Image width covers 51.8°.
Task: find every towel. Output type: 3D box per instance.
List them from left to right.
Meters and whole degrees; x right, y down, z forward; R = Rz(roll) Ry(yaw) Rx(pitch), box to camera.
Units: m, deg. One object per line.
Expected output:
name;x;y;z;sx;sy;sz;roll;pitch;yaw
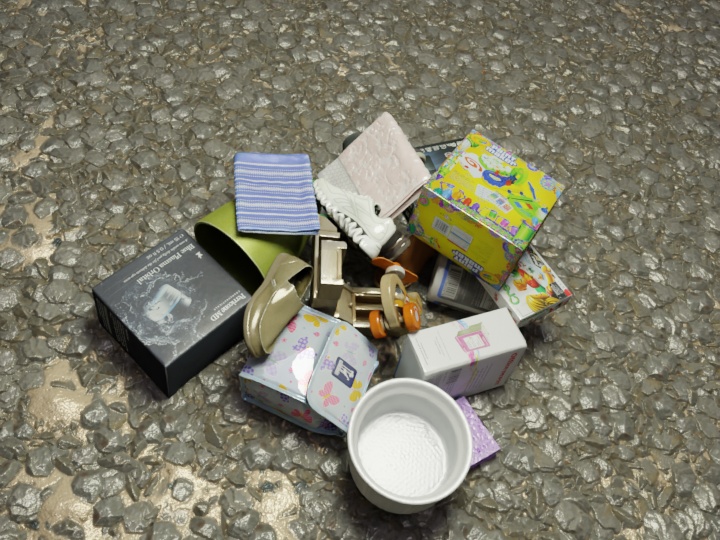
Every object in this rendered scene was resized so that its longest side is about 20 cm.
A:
towel;-0.147;-0.139;1.292;0.142;0.024;0.202;1;46;-14
towel;0.021;-0.172;1.375;0.190;0.032;0.202;-39;52;16

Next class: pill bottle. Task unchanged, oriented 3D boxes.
pill bottle;0.234;0.032;1.409;0.197;0.115;0.115;18;54;1

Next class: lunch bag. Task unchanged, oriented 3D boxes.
lunch bag;-0.080;0.164;1.249;0.197;0.128;0.171;24;58;7

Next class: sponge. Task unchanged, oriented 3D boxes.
sponge;0.127;0.302;1.253;0.197;0.030;0.112;-22;62;-23

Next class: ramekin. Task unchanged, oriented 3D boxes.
ramekin;0.071;0.283;1.177;0.196;0.098;0.203;5;57;-7

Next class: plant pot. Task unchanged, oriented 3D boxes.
plant pot;-0.168;-0.078;1.349;0.186;0.188;0.200;36;64;15

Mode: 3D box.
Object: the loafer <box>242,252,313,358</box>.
loafer;-0.132;0.052;1.209;0.066;0.076;0.202;0;52;24

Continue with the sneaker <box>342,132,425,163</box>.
sneaker;0.039;-0.245;1.528;0.197;0.075;0.108;-11;67;25

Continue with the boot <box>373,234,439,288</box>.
boot;0.112;-0.052;1.418;0.198;0.156;0.077;-27;64;-26

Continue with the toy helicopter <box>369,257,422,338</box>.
toy helicopter;0.071;0.047;1.302;0.078;0.200;0.135;-14;80;18

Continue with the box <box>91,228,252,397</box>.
box;-0.318;0.069;1.279;0.199;0.118;0.196;41;58;16

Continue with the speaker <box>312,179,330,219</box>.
speaker;-0.066;-0.142;1.491;0.196;0.089;0.090;-3;56;-12

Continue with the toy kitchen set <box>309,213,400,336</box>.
toy kitchen set;0.000;0.000;1.322;0.177;0.201;0.166;3;62;-8

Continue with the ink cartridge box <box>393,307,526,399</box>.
ink cartridge box;0.171;0.157;1.291;0.196;0.146;0.086;-12;56;-18

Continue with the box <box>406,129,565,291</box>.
box;0.222;-0.110;1.312;0.199;0.123;0.193;34;54;12

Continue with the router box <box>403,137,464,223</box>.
router box;0.165;-0.194;1.583;0.197;0.063;0.151;-14;61;-19

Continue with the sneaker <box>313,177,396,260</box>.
sneaker;-0.012;-0.105;1.313;0.081;0.075;0.200;-43;58;1

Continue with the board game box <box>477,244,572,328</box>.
board game box;0.274;-0.001;1.346;0.125;0.035;0.201;-21;61;-25

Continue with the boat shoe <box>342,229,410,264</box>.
boat shoe;0.019;-0.061;1.393;0.075;0.199;0.074;-48;116;-17
